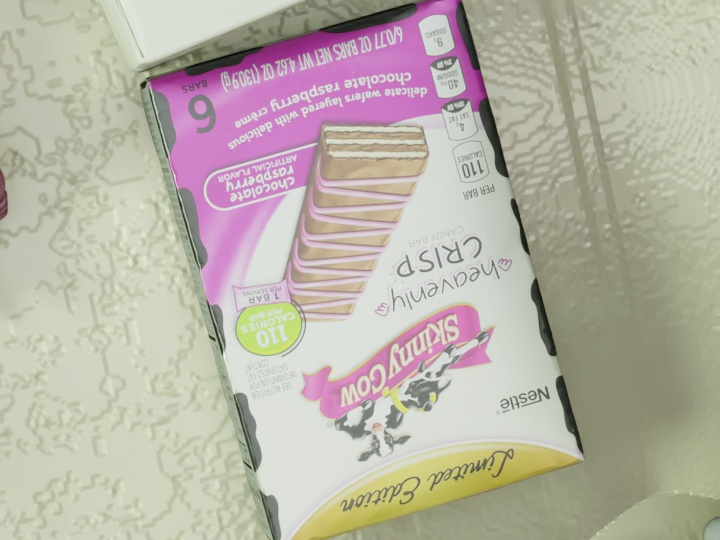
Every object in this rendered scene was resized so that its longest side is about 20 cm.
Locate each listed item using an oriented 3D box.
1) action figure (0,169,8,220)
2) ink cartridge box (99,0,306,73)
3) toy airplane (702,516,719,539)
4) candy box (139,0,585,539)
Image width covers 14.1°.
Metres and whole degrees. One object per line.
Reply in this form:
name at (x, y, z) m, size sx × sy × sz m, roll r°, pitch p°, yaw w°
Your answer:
action figure at (-0.192, -0.065, 1.171) m, size 0.149 × 0.133 × 0.201 m, roll -43°, pitch 114°, yaw -45°
ink cartridge box at (-0.052, -0.158, 1.112) m, size 0.128 × 0.200 × 0.126 m, roll -23°, pitch 95°, yaw -5°
toy airplane at (0.148, 0.193, 1.179) m, size 0.198 × 0.141 × 0.201 m, roll -24°, pitch 95°, yaw -4°
candy box at (0.000, 0.000, 1.195) m, size 0.136 × 0.061 × 0.201 m, roll -17°, pitch 95°, yaw -6°
